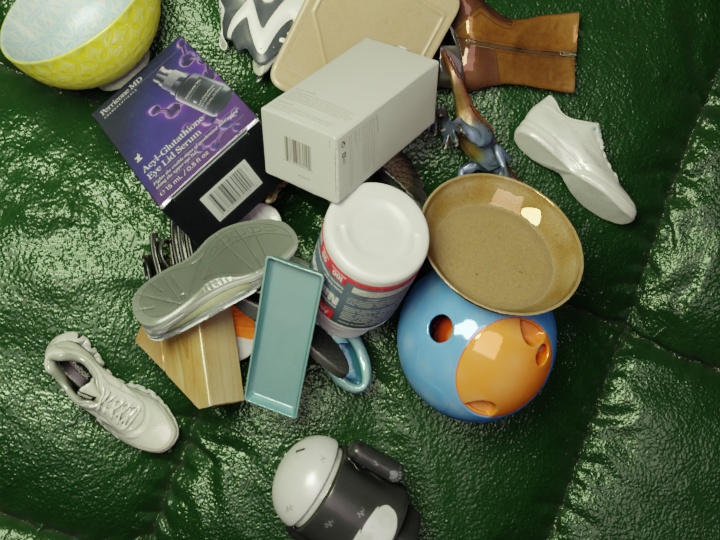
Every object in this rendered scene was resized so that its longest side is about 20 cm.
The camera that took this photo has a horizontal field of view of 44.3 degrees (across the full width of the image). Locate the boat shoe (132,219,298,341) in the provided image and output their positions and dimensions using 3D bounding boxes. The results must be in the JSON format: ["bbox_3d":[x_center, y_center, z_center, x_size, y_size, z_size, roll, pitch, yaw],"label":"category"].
[{"bbox_3d":[-0.159,0.011,0.998,0.200,0.065,0.075,-33,65,-15],"label":"boat shoe"}]

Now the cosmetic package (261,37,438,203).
[{"bbox_3d":[-0.008,-0.173,0.982,0.106,0.086,0.200,25,46,27],"label":"cosmetic package"}]

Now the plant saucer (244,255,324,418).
[{"bbox_3d":[-0.086,0.077,1.004,0.069,0.019,0.203,18,120,10],"label":"plant saucer"}]

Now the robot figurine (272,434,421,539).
[{"bbox_3d":[-0.018,0.295,1.120,0.198,0.125,0.152,34,77,-9],"label":"robot figurine"}]

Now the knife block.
[{"bbox_3d":[-0.192,0.039,1.064,0.199,0.063,0.178,39,111,29],"label":"knife block"}]

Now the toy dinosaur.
[{"bbox_3d":[0.169,-0.155,1.128,0.179,0.104,0.204,12,93,-38],"label":"toy dinosaur"}]

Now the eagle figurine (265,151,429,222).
[{"bbox_3d":[-0.008,-0.117,1.097,0.195,0.152,0.155,3,64,4],"label":"eagle figurine"}]

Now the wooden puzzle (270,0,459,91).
[{"bbox_3d":[0.005,-0.284,1.078,0.182,0.037,0.203,21,104,-29],"label":"wooden puzzle"}]

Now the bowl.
[{"bbox_3d":[-0.310,-0.279,1.044,0.199,0.201,0.108,-38,140,-4],"label":"bowl"}]

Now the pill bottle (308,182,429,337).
[{"bbox_3d":[0.000,0.000,1.021,0.117,0.201,0.122,5,63,-10],"label":"pill bottle"}]

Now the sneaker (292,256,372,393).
[{"bbox_3d":[-0.043,0.068,1.123,0.074,0.082,0.201,-37,97,-6],"label":"sneaker"}]

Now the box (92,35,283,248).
[{"bbox_3d":[-0.196,-0.150,1.028,0.148,0.105,0.200,-42,56,-3],"label":"box"}]

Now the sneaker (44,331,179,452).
[{"bbox_3d":[-0.311,0.160,1.091,0.199,0.081,0.076,40,85,-10],"label":"sneaker"}]

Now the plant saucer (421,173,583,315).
[{"bbox_3d":[0.159,-0.025,1.023,0.196,0.036,0.203,7,53,-9],"label":"plant saucer"}]

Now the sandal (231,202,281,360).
[{"bbox_3d":[-0.135,0.016,1.113,0.078,0.059,0.210,22,104,8],"label":"sandal"}]

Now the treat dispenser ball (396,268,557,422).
[{"bbox_3d":[0.143,0.084,1.091,0.196,0.201,0.206,0,93,-8],"label":"treat dispenser ball"}]

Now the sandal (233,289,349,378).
[{"bbox_3d":[-0.099,0.070,1.055,0.198,0.075,0.045,34,103,1],"label":"sandal"}]

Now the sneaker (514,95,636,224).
[{"bbox_3d":[0.302,-0.150,1.173,0.199,0.075,0.089,41,75,-7],"label":"sneaker"}]

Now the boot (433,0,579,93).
[{"bbox_3d":[0.194,-0.328,1.146,0.195,0.068,0.193,-2,93,-9],"label":"boot"}]

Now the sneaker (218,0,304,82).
[{"bbox_3d":[-0.087,-0.292,1.104,0.195,0.079,0.132,13,97,-14],"label":"sneaker"}]
